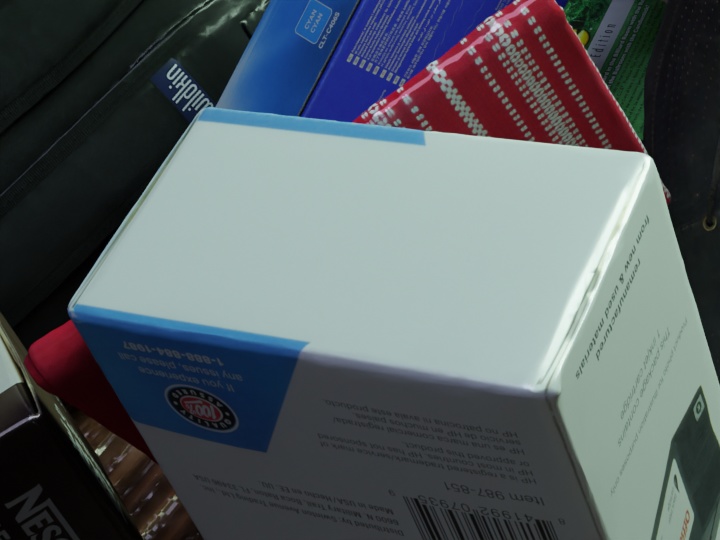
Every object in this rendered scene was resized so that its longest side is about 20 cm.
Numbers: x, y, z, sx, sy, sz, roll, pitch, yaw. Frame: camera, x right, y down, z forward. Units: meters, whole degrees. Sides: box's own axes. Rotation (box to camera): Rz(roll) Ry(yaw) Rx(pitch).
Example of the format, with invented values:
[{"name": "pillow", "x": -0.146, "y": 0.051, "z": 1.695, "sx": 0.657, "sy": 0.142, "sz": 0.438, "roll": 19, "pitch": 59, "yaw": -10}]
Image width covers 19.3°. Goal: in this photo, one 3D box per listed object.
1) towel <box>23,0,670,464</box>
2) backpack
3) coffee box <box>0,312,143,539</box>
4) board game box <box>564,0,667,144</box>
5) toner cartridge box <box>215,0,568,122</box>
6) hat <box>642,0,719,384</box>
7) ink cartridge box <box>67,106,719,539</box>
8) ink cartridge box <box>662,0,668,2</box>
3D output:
[{"name": "towel", "x": 0.000, "y": 0.000, "z": 0.694, "sx": 0.200, "sy": 0.145, "sz": 0.023, "roll": -36, "pitch": 58, "yaw": 5}, {"name": "backpack", "x": -0.131, "y": -0.064, "z": 0.810, "sx": 0.200, "sy": 0.176, "sz": 0.153, "roll": -47, "pitch": 27, "yaw": -14}, {"name": "coffee box", "x": -0.183, "y": 0.107, "z": 0.721, "sx": 0.199, "sy": 0.113, "sz": 0.080, "roll": -31, "pitch": 45, "yaw": -4}, {"name": "board game box", "x": 0.136, "y": -0.118, "z": 0.846, "sx": 0.104, "sy": 0.024, "sz": 0.200, "roll": 11, "pitch": 55, "yaw": 28}, {"name": "toner cartridge box", "x": 0.006, "y": -0.065, "z": 0.744, "sx": 0.043, "sy": 0.095, "sz": 0.201, "roll": 35, "pitch": 100, "yaw": 42}, {"name": "hat", "x": 0.174, "y": -0.032, "z": 0.702, "sx": 0.200, "sy": 0.081, "sz": 0.202, "roll": -20, "pitch": 67, "yaw": 56}, {"name": "ink cartridge box", "x": 0.028, "y": 0.057, "z": 0.611, "sx": 0.144, "sy": 0.200, "sz": 0.084, "roll": 8, "pitch": 51, "yaw": 30}, {"name": "ink cartridge box", "x": 0.189, "y": -0.198, "z": 0.776, "sx": 0.144, "sy": 0.146, "sz": 0.201, "roll": 17, "pitch": 54, "yaw": 3}]
